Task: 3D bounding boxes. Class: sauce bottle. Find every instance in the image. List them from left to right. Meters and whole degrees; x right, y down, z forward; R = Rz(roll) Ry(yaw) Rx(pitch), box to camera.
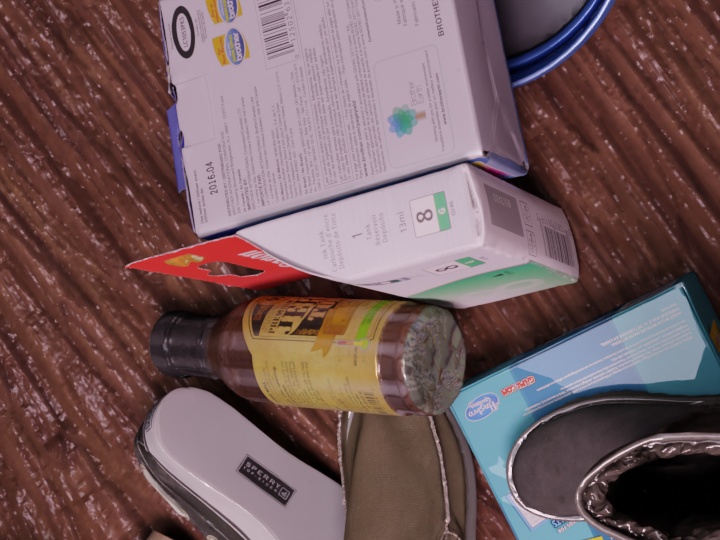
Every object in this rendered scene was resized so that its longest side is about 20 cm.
[{"bbox_3d":[-0.037,0.047,0.961,0.199,0.065,0.065,1,99,35],"label":"sauce bottle"}]

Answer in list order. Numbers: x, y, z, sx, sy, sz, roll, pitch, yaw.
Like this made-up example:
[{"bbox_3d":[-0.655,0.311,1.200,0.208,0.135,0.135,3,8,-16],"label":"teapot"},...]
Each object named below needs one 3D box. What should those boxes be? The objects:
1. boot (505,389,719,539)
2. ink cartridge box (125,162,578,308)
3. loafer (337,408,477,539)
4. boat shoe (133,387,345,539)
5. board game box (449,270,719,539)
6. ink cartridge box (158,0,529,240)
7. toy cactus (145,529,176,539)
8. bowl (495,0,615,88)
[{"bbox_3d":[0.133,0.100,0.796,0.181,0.200,0.073,-16,92,21],"label":"boot"},{"bbox_3d":[0.000,0.000,0.901,0.199,0.161,0.050,-17,77,22],"label":"ink cartridge box"},{"bbox_3d":[0.027,0.148,0.948,0.075,0.070,0.201,-19,73,22],"label":"loafer"},{"bbox_3d":[-0.052,0.151,1.005,0.200,0.071,0.064,43,143,1],"label":"boat shoe"},{"bbox_3d":[0.159,0.124,0.923,0.151,0.047,0.201,-27,89,22],"label":"board game box"},{"bbox_3d":[-0.025,-0.093,0.886,0.199,0.076,0.137,-14,78,21],"label":"ink cartridge box"},{"bbox_3d":[-0.152,0.240,1.024,0.199,0.102,0.166,29,80,-15],"label":"toy cactus"},{"bbox_3d":[0.056,-0.197,0.914,0.200,0.039,0.202,4,100,20],"label":"bowl"}]
